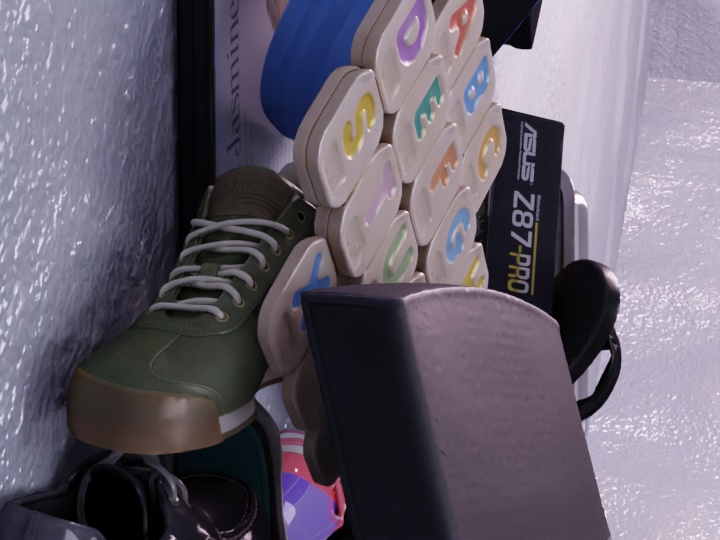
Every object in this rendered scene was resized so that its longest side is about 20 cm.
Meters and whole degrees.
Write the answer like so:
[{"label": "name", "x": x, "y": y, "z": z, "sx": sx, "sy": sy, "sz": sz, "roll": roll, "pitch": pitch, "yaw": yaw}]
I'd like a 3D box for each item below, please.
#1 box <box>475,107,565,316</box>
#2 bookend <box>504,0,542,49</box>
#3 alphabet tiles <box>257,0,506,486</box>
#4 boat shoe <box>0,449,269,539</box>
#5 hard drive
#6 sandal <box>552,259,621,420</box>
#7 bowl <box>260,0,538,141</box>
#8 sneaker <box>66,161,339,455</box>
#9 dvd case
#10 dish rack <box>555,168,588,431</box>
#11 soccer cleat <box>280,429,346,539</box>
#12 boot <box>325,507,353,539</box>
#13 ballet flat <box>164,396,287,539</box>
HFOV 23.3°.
[{"label": "box", "x": 0.063, "y": 0.013, "z": 1.047, "sx": 0.200, "sy": 0.049, "sz": 0.163, "roll": 134, "pitch": -34, "yaw": -68}, {"label": "bookend", "x": 0.118, "y": -0.216, "z": 1.064, "sx": 0.092, "sy": 0.198, "sz": 0.200, "roll": 78, "pitch": 22, "yaw": -55}, {"label": "alphabet tiles", "x": 0.018, "y": -0.018, "z": 0.718, "sx": 0.196, "sy": 0.014, "sz": 0.201, "roll": -61, "pitch": 152, "yaw": -31}, {"label": "boat shoe", "x": -0.078, "y": 0.095, "z": 0.637, "sx": 0.200, "sy": 0.072, "sz": 0.063, "roll": -20, "pitch": 119, "yaw": -71}, {"label": "hard drive", "x": 0.047, "y": 0.069, "z": 0.696, "sx": 0.200, "sy": 0.042, "sz": 0.136, "roll": 11, "pitch": 64, "yaw": -65}, {"label": "sandal", "x": 0.112, "y": 0.063, "z": 1.009, "sx": 0.201, "sy": 0.048, "sz": 0.076, "roll": 119, "pitch": -20, "yaw": -50}, {"label": "bowl", "x": 0.037, "y": -0.130, "z": 0.785, "sx": 0.201, "sy": 0.039, "sz": 0.201, "roll": -45, "pitch": 167, "yaw": -13}, {"label": "sneaker", "x": -0.054, "y": 0.003, "z": 0.683, "sx": 0.200, "sy": 0.066, "sz": 0.091, "roll": -26, "pitch": 124, "yaw": -68}, {"label": "dvd case", "x": -0.045, "y": -0.090, "z": 0.811, "sx": 0.200, "sy": 0.017, "sz": 0.144, "roll": -57, "pitch": 152, "yaw": -63}, {"label": "dish rack", "x": 0.089, "y": 0.045, "z": 1.137, "sx": 0.043, "sy": 0.171, "sz": 0.202, "roll": 18, "pitch": 65, "yaw": -36}, {"label": "soccer cleat", "x": -0.011, "y": 0.123, "z": 0.944, "sx": 0.200, "sy": 0.076, "sz": 0.067, "roll": 28, "pitch": 70, "yaw": -77}, {"label": "boot", "x": -0.029, "y": 0.183, "z": 0.720, "sx": 0.212, "sy": 0.079, "sz": 0.158, "roll": -50, "pitch": 176, "yaw": 16}, {"label": "ballet flat", "x": -0.059, "y": 0.139, "z": 0.787, "sx": 0.069, "sy": 0.069, "sz": 0.202, "roll": -54, "pitch": 148, "yaw": -65}]
